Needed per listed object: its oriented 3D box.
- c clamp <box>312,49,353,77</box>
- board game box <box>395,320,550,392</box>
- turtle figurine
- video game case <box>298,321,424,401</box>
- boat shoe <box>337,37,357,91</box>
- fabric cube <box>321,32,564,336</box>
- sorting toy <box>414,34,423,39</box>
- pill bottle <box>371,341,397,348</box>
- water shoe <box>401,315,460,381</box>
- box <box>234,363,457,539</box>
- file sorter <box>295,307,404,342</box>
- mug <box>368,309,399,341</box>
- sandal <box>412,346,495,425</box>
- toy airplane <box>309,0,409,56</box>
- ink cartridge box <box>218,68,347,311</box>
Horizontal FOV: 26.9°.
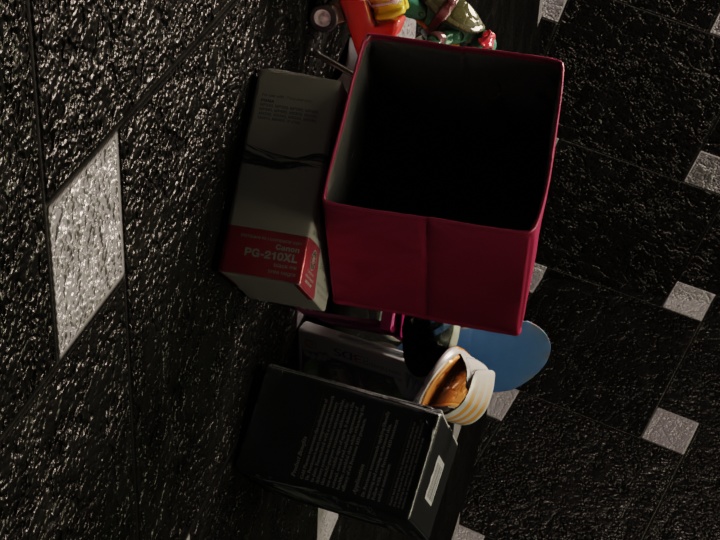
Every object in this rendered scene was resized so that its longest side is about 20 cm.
[{"bbox_3d":[-0.009,-0.112,1.616,0.027,0.170,0.201,-129,-119,-86],"label":"c clamp"},{"bbox_3d":[0.125,0.095,1.798,0.158,0.199,0.039,89,-6,-56],"label":"board game box"},{"bbox_3d":[0.083,-0.279,1.727,0.101,0.200,0.150,-54,-175,17],"label":"turtle figurine"},{"bbox_3d":[0.009,0.168,1.774,0.023,0.181,0.201,-49,149,-48],"label":"video game case"},{"bbox_3d":[0.001,-0.199,1.732,0.200,0.071,0.070,-79,168,-45],"label":"boat shoe"},{"bbox_3d":[0.082,-0.079,1.444,0.200,0.199,0.197,85,16,-60],"label":"fabric cube"},{"bbox_3d":[0.083,-0.154,1.836,0.180,0.106,0.201,-121,-167,-55],"label":"sorting toy"},{"bbox_3d":[0.020,0.180,1.984,0.200,0.116,0.117,90,13,-65],"label":"pill bottle"},{"bbox_3d":[0.068,0.027,1.636,0.079,0.071,0.201,-6,114,-46],"label":"water shoe"},{"bbox_3d":[-0.010,0.201,1.644,0.200,0.196,0.124,62,46,-71],"label":"box"},{"bbox_3d":[0.000,0.000,1.731,0.200,0.125,0.140,38,61,-78],"label":"file sorter"},{"bbox_3d":[0.095,0.011,1.915,0.200,0.148,0.175,-45,142,8],"label":"mug"},{"bbox_3d":[0.123,0.134,1.675,0.079,0.059,0.207,-58,158,7],"label":"sandal"},{"bbox_3d":[0.028,-0.338,1.552,0.199,0.141,0.201,75,27,-63],"label":"toy airplane"},{"bbox_3d":[-0.064,-0.076,1.447,0.145,0.084,0.201,55,45,-76],"label":"ink cartridge box"}]
